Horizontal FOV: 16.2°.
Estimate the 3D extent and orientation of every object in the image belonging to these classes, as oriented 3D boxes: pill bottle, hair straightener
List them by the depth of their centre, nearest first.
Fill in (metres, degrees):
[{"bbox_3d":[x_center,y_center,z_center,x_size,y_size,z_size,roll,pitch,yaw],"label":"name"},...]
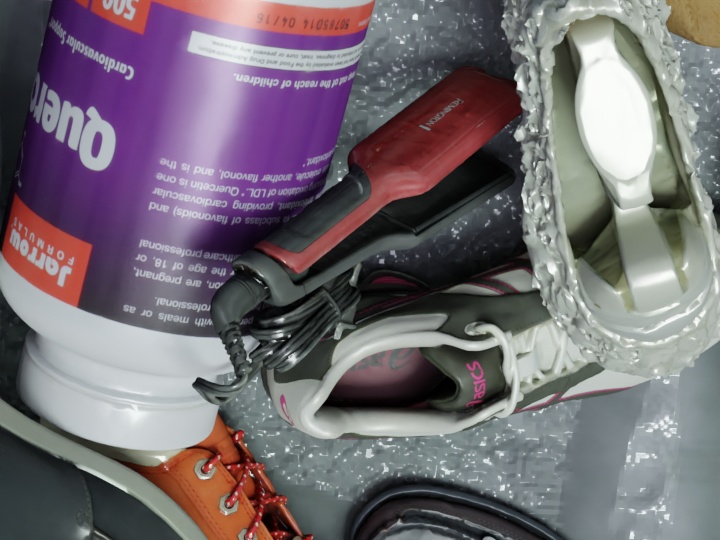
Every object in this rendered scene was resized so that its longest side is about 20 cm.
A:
[{"bbox_3d":[0.000,0.000,0.908,0.041,0.200,0.077,22,129,19],"label":"hair straightener"},{"bbox_3d":[-0.068,-0.041,0.918,0.112,0.112,0.200,12,109,-9],"label":"pill bottle"}]

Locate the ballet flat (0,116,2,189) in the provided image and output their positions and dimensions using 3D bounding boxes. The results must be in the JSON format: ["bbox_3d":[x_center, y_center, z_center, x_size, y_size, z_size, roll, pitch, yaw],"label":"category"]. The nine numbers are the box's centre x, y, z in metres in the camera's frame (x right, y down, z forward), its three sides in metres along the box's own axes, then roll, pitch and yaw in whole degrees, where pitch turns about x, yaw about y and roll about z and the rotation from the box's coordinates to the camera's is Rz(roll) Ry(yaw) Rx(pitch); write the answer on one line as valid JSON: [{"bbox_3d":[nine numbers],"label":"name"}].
[{"bbox_3d":[-0.171,0.015,0.926,0.073,0.073,0.200,31,129,-15],"label":"ballet flat"}]

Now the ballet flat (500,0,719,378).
[{"bbox_3d":[0.087,-0.028,0.871,0.072,0.072,0.200,-17,125,2],"label":"ballet flat"}]

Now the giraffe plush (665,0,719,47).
[{"bbox_3d":[0.133,-0.150,0.891,0.200,0.172,0.163,-20,129,-35],"label":"giraffe plush"}]

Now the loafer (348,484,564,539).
[{"bbox_3d":[0.081,0.161,1.031,0.200,0.063,0.072,38,104,-16],"label":"loafer"}]

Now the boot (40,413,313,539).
[{"bbox_3d":[-0.045,0.113,0.987,0.200,0.075,0.107,16,102,4],"label":"boot"}]

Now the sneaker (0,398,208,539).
[{"bbox_3d":[-0.136,0.108,0.889,0.200,0.106,0.075,36,133,-22],"label":"sneaker"}]

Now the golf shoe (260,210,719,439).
[{"bbox_3d":[0.062,0.030,0.970,0.199,0.088,0.077,-13,109,-1],"label":"golf shoe"}]
